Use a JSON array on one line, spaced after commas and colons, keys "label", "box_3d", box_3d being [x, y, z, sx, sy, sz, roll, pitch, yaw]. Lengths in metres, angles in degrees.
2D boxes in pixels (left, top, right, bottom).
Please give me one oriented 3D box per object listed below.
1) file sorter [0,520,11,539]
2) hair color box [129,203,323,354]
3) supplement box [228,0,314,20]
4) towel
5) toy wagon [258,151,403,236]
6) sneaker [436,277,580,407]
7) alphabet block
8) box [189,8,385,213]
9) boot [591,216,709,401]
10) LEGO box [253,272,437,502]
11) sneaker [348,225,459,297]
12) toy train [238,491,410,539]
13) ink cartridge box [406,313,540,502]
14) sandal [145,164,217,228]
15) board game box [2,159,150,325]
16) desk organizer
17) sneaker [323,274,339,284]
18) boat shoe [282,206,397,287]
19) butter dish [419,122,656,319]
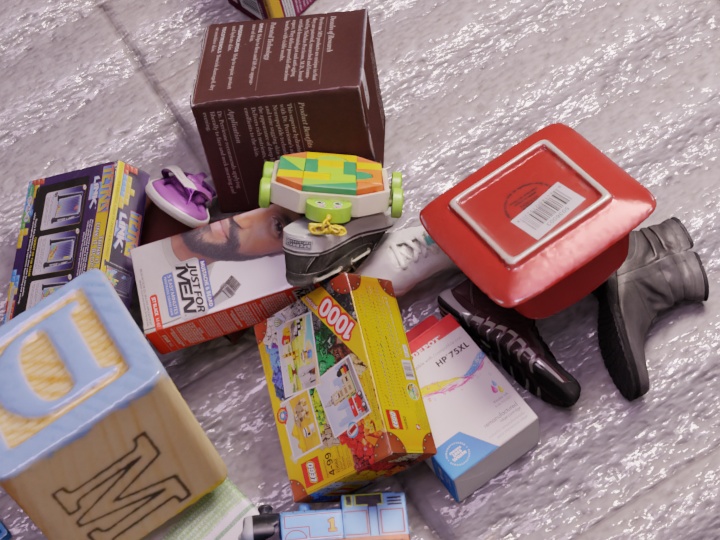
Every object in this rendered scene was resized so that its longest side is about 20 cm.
[{"label": "file sorter", "box_3d": [-0.509, 0.248, 1.554, 0.139, 0.123, 0.200, -40, 62, -12]}, {"label": "hair color box", "box_3d": [-0.147, 0.006, 1.577, 0.198, 0.064, 0.112, -18, 62, 3]}, {"label": "supplement box", "box_3d": [-0.087, -0.430, 1.850, 0.103, 0.131, 0.200, 36, 72, 26]}, {"label": "towel", "box_3d": [-0.170, 0.297, 1.518, 0.200, 0.031, 0.149, 38, 74, 26]}, {"label": "toy wagon", "box_3d": [-0.031, -0.084, 1.522, 0.154, 0.040, 0.200, 4, 18, -2]}, {"label": "sneaker", "box_3d": [0.188, 0.054, 1.565, 0.115, 0.076, 0.200, -43, 62, -17]}, {"label": "alphabet block", "box_3d": [-0.285, 0.159, 1.498, 0.196, 0.201, 0.196, -32, 47, -7]}, {"label": "box", "box_3d": [-0.080, -0.187, 1.673, 0.198, 0.167, 0.165, -5, 42, 7]}, {"label": "boot", "box_3d": [0.323, 0.036, 1.555, 0.130, 0.070, 0.202, -7, 72, -10]}, {"label": "LEGO box", "box_3d": [-0.019, 0.125, 1.503, 0.148, 0.077, 0.201, -31, 64, 35]}, {"label": "sneaker", "box_3d": [0.076, -0.028, 1.587, 0.199, 0.089, 0.076, -16, 75, -20]}, {"label": "toy train", "box_3d": [-0.037, 0.291, 1.457, 0.198, 0.087, 0.115, -4, 57, -4]}, {"label": "ink cartridge box", "box_3d": [0.090, 0.133, 1.541, 0.116, 0.067, 0.200, -35, 61, -10]}, {"label": "sandal", "box_3d": [-0.202, -0.098, 1.656, 0.082, 0.203, 0.050, 29, 100, -8]}, {"label": "board game box", "box_3d": [-0.331, -0.015, 1.650, 0.164, 0.057, 0.202, -7, 68, 37]}, {"label": "desk organizer", "box_3d": [-0.199, -0.006, 1.670, 0.199, 0.072, 0.077, 35, 74, 25]}, {"label": "sneaker", "box_3d": [0.000, 0.000, 1.629, 0.082, 0.071, 0.201, -13, 57, 10]}, {"label": "boat shoe", "box_3d": [-0.024, -0.031, 1.534, 0.070, 0.064, 0.200, 15, 21, 28]}, {"label": "butter dish", "box_3d": [0.197, -0.027, 1.514, 0.199, 0.148, 0.200, -33, 43, -7]}]
